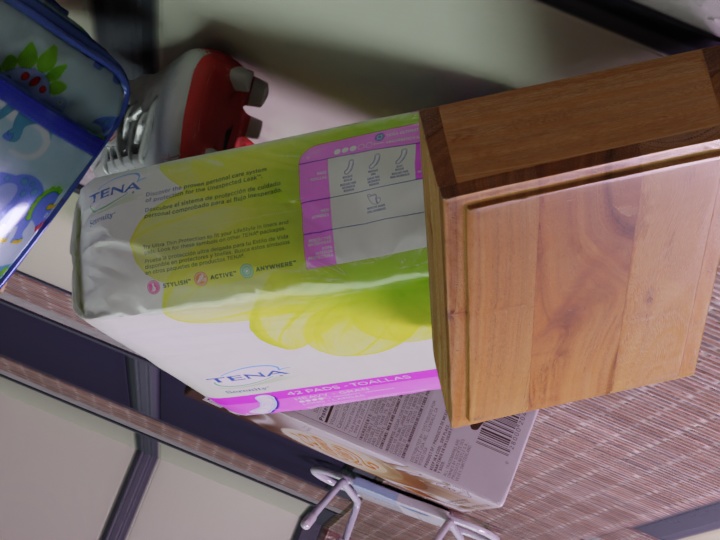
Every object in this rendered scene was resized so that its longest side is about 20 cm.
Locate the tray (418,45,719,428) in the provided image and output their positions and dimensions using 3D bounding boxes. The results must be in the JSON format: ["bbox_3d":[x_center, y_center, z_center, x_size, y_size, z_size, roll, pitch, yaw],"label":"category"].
[{"bbox_3d":[0.074,-0.004,0.809,0.098,0.037,0.200,-13,155,-3],"label":"tray"}]

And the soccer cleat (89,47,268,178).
[{"bbox_3d":[-0.086,-0.057,1.015,0.085,0.069,0.200,17,173,2],"label":"soccer cleat"}]

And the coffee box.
[{"bbox_3d":[-0.001,0.075,1.436,0.199,0.080,0.114,23,169,-6],"label":"coffee box"}]

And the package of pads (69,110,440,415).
[{"bbox_3d":[0.000,0.000,0.935,0.199,0.069,0.154,-10,157,20],"label":"package of pads"}]

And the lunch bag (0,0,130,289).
[{"bbox_3d":[-0.195,-0.069,0.916,0.082,0.161,0.200,41,-177,37],"label":"lunch bag"}]

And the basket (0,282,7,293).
[{"bbox_3d":[-0.265,-0.047,1.101,0.148,0.144,0.200,-6,163,9],"label":"basket"}]

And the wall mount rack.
[{"bbox_3d":[0.027,0.246,2.214,0.199,0.075,0.174,18,168,15],"label":"wall mount rack"}]
